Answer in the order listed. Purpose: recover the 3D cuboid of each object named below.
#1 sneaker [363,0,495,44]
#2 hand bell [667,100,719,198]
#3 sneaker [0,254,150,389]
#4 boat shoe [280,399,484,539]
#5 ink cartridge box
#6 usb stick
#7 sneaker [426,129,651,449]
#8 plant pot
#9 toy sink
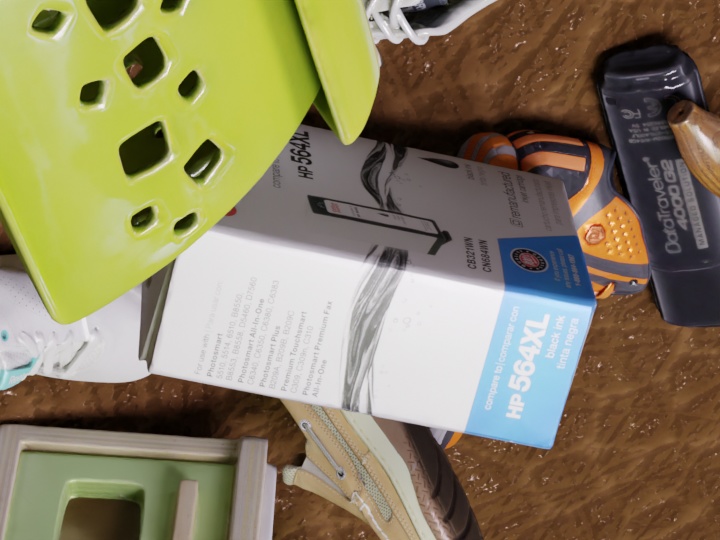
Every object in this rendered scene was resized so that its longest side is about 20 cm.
[{"bbox_3d":[0.006,-0.137,1.391,0.199,0.071,0.073,-29,135,3],"label":"sneaker"},{"bbox_3d":[0.219,-0.027,1.548,0.104,0.104,0.200,-37,131,12],"label":"hand bell"},{"bbox_3d":[-0.172,0.031,1.454,0.199,0.089,0.075,20,118,-37],"label":"sneaker"},{"bbox_3d":[-0.006,0.093,1.539,0.076,0.201,0.072,-30,174,11],"label":"boat shoe"},{"bbox_3d":[0.000,0.000,1.417,0.199,0.146,0.085,12,115,-10],"label":"ink cartridge box"},{"bbox_3d":[0.169,-0.041,1.575,0.055,0.033,0.200,-6,137,15],"label":"usb stick"},{"bbox_3d":[0.091,0.017,1.565,0.111,0.078,0.201,1,130,-23],"label":"sneaker"},{"bbox_3d":[-0.108,-0.133,1.263,0.181,0.199,0.200,-26,135,-8],"label":"plant pot"},{"bbox_3d":[-0.098,0.163,1.537,0.199,0.131,0.112,5,132,0],"label":"toy sink"}]
